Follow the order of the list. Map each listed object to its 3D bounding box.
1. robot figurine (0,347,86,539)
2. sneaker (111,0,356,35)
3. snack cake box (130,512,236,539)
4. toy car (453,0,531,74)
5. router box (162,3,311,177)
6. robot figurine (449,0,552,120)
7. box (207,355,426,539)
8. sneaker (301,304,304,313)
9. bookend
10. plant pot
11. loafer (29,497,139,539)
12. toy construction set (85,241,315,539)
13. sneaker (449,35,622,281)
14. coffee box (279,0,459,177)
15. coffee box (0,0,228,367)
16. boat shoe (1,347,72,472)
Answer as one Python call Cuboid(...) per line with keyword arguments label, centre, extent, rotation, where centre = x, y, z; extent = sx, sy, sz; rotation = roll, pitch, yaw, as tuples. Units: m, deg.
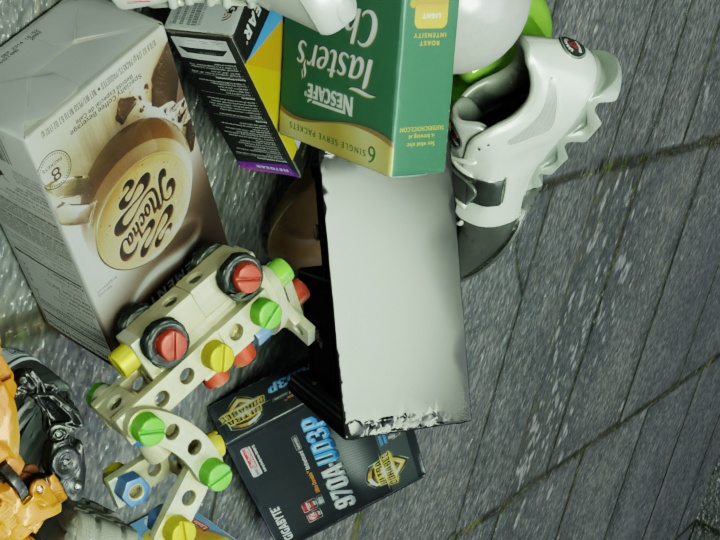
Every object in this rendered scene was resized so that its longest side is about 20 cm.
Cuboid(label="robot figurine", centre=(-0.237, 0.087, 0.690), extent=(0.145, 0.058, 0.202), rotation=(-41, 122, -34))
Cuboid(label="sneaker", centre=(-0.087, -0.170, 0.674), extent=(0.100, 0.199, 0.078), rotation=(-48, 151, -7))
Cuboid(label="snack cake box", centre=(-0.106, 0.288, 0.981), extent=(0.067, 0.199, 0.116), rotation=(-18, 127, -51))
Cuboid(label="toy car", centre=(0.064, -0.196, 0.758), extent=(0.183, 0.177, 0.201), rotation=(32, 99, -33))
Cuboid(label="router box", centre=(-0.049, -0.186, 0.796), extent=(0.150, 0.050, 0.202), rotation=(64, 39, -59))
Cuboid(label="robot figurine", centre=(0.065, -0.193, 0.913), extent=(0.114, 0.201, 0.177), rotation=(-20, 140, -13))
Cuboid(label="box", centre=(-0.032, 0.152, 1.088), extent=(0.157, 0.046, 0.201), rotation=(-26, 141, -8))
Cuboid(label="sneaker", centre=(0.017, 0.040, 1.119), extent=(0.199, 0.078, 0.067), rotation=(11, 101, -62))
Cuboid(label="bookend", centre=(0.000, 0.000, 0.895), extent=(0.091, 0.199, 0.203), rotation=(-6, 97, -14))
Cuboid(label="plant pot", centre=(0.011, -0.066, 0.989), extent=(0.198, 0.028, 0.200), rotation=(-24, 160, -9))
Cuboid(label="loafer", centre=(-0.191, 0.187, 0.811), extent=(0.071, 0.069, 0.200), rotation=(-68, -167, -10))
Cuboid(label="toy construction set", centre=(-0.092, 0.061, 0.778), extent=(0.201, 0.091, 0.132), rotation=(-52, 129, -34))
Cuboid(label="sneaker", centre=(0.084, -0.079, 0.839), extent=(0.088, 0.075, 0.201), rotation=(14, 124, -29))
Cuboid(label="coffee box", centre=(0.005, -0.163, 0.698), extent=(0.044, 0.122, 0.203), rotation=(-10, 114, -35))
Cuboid(label="coffee box", centre=(-0.158, -0.050, 0.757), extent=(0.113, 0.079, 0.201), rotation=(-47, 146, -28))
Cuboid(label="boat shoe", centre=(-0.242, 0.153, 0.788), extent=(0.201, 0.068, 0.074), rotation=(-62, 151, -5))
